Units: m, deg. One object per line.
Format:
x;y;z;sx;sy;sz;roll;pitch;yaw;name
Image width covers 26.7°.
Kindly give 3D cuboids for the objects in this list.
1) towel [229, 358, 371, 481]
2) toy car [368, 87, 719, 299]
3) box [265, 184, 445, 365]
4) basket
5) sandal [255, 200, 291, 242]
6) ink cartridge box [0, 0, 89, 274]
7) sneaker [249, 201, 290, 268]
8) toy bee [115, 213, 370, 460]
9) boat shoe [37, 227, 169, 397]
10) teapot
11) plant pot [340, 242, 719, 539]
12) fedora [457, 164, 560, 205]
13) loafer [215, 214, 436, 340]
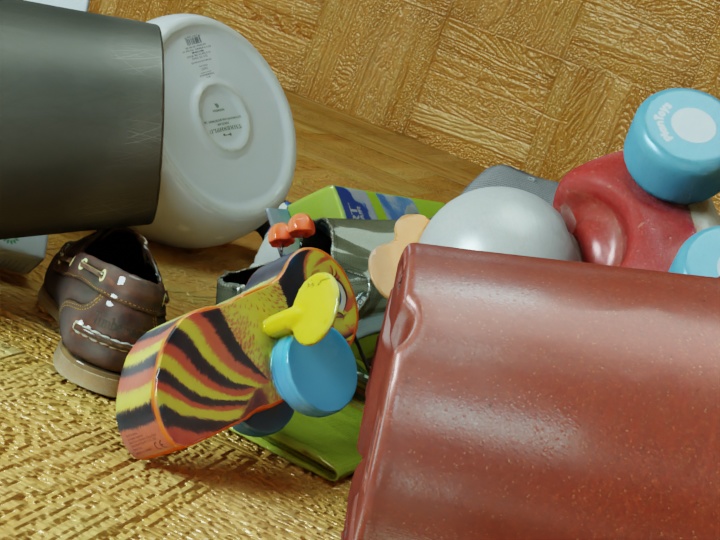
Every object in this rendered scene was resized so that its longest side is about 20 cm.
-0.009;0.083;0.882;0.086;0.018;0.200;23;10;20;towel
0.104;0.016;0.846;0.199;0.185;0.177;-3;57;-9;toy car
0.019;0.006;1.083;0.048;0.122;0.200;-25;-13;26;box
-0.211;-0.083;0.827;0.199;0.136;0.181;2;56;-12;basket
-0.028;-0.006;1.290;0.200;0.043;0.076;29;17;-4;sandal
-0.280;-0.115;0.943;0.200;0.200;0.041;18;-27;-26;ink cartridge box
-0.012;-0.008;1.165;0.075;0.088;0.200;22;8;23;sneaker
-0.047;0.029;0.775;0.131;0.109;0.200;-20;-9;24;toy bee
-0.141;0.010;0.868;0.070;0.071;0.200;16;10;-19;boat shoe
-0.160;-0.099;1.209;0.146;0.198;0.200;-18;-41;38;teapot
0.099;0.079;0.672;0.195;0.201;0.201;11;10;-1;plant pot
0.102;-0.012;1.047;0.090;0.177;0.200;42;50;17;fedora
0.000;0.000;0.913;0.200;0.070;0.075;-25;23;-19;loafer
